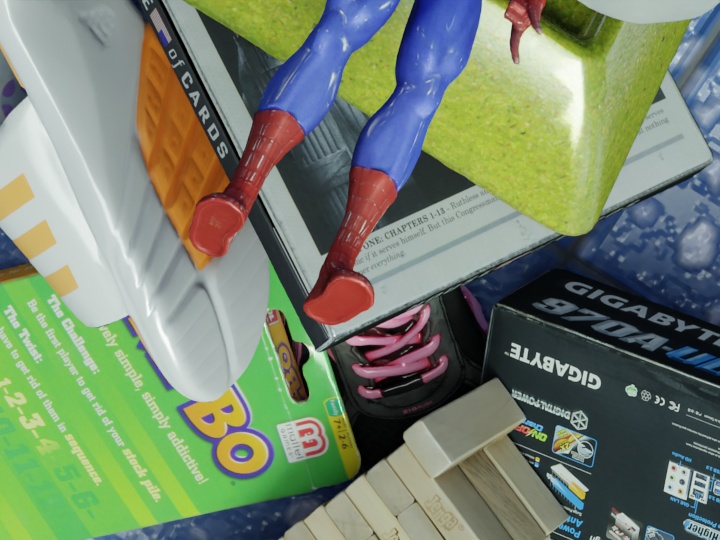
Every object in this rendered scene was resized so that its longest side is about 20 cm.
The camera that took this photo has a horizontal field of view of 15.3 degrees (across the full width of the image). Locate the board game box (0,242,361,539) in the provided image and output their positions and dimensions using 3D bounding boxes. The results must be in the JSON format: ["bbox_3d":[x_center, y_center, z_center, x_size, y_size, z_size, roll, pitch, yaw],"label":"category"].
[{"bbox_3d":[-0.101,0.044,0.910,0.199,0.030,0.096,-13,105,21],"label":"board game box"}]

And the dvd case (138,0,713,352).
[{"bbox_3d":[0.005,-0.093,0.840,0.150,0.025,0.201,-25,84,-25],"label":"dvd case"}]

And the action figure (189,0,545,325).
[{"bbox_3d":[0.019,-0.084,0.752,0.065,0.052,0.201,28,64,-7],"label":"action figure"}]

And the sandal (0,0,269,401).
[{"bbox_3d":[-0.095,-0.053,0.827,0.059,0.079,0.208,-20,103,31],"label":"sandal"}]

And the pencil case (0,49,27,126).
[{"bbox_3d":[-0.142,-0.125,0.861,0.090,0.083,0.201,10,108,37],"label":"pencil case"}]

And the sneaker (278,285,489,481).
[{"bbox_3d":[0.000,0.000,0.893,0.079,0.095,0.201,-19,105,0],"label":"sneaker"}]

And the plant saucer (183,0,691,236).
[{"bbox_3d":[0.034,-0.145,0.827,0.199,0.048,0.200,31,66,-9],"label":"plant saucer"}]

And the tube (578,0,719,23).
[{"bbox_3d":[0.095,-0.165,0.778,0.077,0.050,0.201,16,59,-4],"label":"tube"}]

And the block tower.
[{"bbox_3d":[-0.017,0.117,0.898,0.200,0.054,0.058,-42,82,32],"label":"block tower"}]

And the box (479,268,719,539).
[{"bbox_3d":[0.125,0.106,0.869,0.199,0.046,0.160,20,117,27],"label":"box"}]
